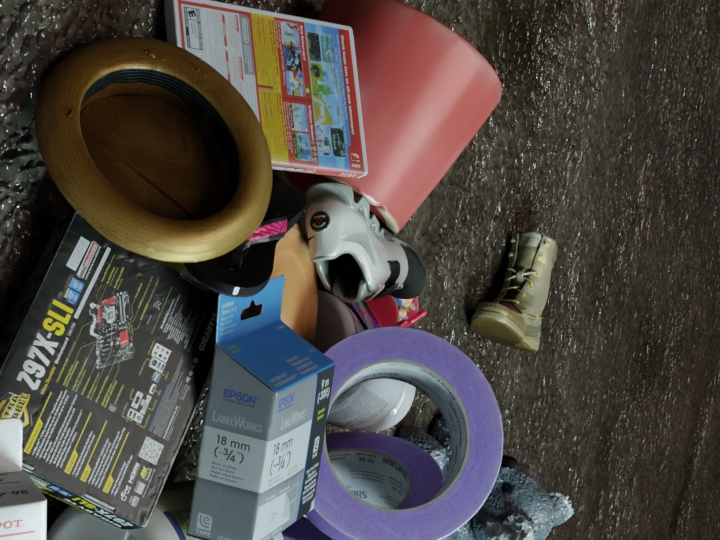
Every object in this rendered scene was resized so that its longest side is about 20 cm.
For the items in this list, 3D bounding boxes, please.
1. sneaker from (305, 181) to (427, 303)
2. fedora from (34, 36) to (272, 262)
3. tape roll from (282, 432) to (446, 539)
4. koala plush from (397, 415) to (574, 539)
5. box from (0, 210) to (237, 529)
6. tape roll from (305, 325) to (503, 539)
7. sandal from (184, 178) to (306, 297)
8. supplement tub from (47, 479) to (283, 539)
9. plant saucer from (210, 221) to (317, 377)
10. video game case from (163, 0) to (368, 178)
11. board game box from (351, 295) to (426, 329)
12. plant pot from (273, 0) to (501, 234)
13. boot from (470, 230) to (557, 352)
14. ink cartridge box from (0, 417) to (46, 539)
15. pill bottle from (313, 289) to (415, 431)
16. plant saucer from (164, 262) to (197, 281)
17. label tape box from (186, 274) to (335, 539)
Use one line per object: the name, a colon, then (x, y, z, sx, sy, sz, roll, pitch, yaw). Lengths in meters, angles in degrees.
sneaker: (0.000, 0.000, 1.452, 0.200, 0.074, 0.089, 40, 49, -51)
fedora: (-0.169, -0.085, 1.202, 0.201, 0.200, 0.082, -60, -172, -34)
tape roll: (-0.012, 0.251, 1.527, 0.200, 0.199, 0.086, -40, 132, -51)
koala plush: (0.153, 0.290, 1.878, 0.177, 0.199, 0.185, -10, 108, -62)
box: (-0.204, 0.080, 1.193, 0.159, 0.049, 0.201, 30, 67, -23)
tape roll: (0.028, 0.158, 1.401, 0.085, 0.198, 0.201, 117, -9, -75)
sandal: (-0.092, -0.041, 1.265, 0.200, 0.075, 0.045, -63, 177, -58)
supplement tub: (-0.164, 0.256, 1.310, 0.200, 0.143, 0.146, 8, 92, -63)
plant saucer: (-0.082, 0.038, 1.370, 0.200, 0.032, 0.202, 4, 90, -70)
video game case: (-0.081, -0.160, 1.340, 0.199, 0.017, 0.144, 3, 76, -39)
board game box: (0.032, 0.030, 1.590, 0.158, 0.039, 0.201, 48, 13, -40)
plant pot: (0.014, -0.145, 1.490, 0.178, 0.199, 0.200, -63, 149, -13)
boot: (0.210, 0.020, 2.036, 0.200, 0.072, 0.157, 27, 76, -64)
ink cartridge box: (-0.288, 0.215, 1.086, 0.115, 0.067, 0.202, -4, 105, -27)
pill bottle: (-0.022, 0.100, 1.568, 0.200, 0.113, 0.114, 38, 65, -60)
plant saucer: (-0.122, -0.025, 1.361, 0.200, 0.047, 0.201, 49, 48, -62)
label tape box: (-0.076, 0.115, 1.262, 0.144, 0.063, 0.202, -19, 119, -70)
